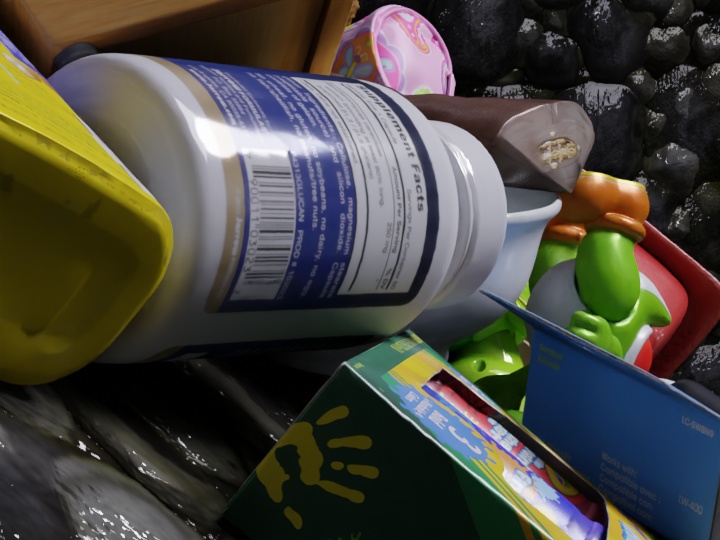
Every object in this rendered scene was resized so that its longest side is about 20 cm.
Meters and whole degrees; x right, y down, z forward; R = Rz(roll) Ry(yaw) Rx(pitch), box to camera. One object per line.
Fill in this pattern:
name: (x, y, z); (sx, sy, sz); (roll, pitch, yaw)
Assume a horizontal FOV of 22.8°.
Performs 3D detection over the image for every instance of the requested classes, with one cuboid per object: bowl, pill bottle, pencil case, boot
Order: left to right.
pill bottle: (-0.032, -0.023, 0.699); (0.200, 0.111, 0.111); (-1, 36, -50)
pencil case: (-0.035, -0.092, 1.110); (0.087, 0.200, 0.088); (28, 50, -40)
bowl: (0.000, 0.000, 0.907); (0.201, 0.091, 0.201); (2, 11, 0)
boot: (0.002, -0.072, 0.905); (0.200, 0.064, 0.186); (15, 17, 35)

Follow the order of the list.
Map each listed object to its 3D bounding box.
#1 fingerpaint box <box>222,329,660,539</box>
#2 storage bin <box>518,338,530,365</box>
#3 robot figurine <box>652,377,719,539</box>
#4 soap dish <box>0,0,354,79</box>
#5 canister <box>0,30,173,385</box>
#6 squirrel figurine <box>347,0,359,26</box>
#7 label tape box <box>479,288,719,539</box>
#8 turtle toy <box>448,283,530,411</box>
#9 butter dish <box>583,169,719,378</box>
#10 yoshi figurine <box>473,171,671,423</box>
fingerpaint box: (0.050, 0.105, 0.688); (0.167, 0.073, 0.200); (40, 6, 6)
storage bin: (0.065, 0.025, 1.280); (0.198, 0.094, 0.200); (36, 6, -22)
robot figurine: (0.198, 0.146, 1.008); (0.200, 0.150, 0.125); (39, 15, 34)
soap dish: (-0.082, -0.097, 0.740); (0.200, 0.157, 0.081); (114, -44, -64)
canister: (-0.164, -0.061, 0.581); (0.200, 0.087, 0.148); (45, 8, 35)
squirrel figurine: (-0.071, -0.150, 1.303); (0.141, 0.200, 0.187); (29, -7, 0)
label tape box: (0.148, 0.091, 0.827); (0.200, 0.063, 0.144); (27, 1, -33)
turtle toy: (0.050, 0.022, 1.068); (0.146, 0.101, 0.200); (25, 27, -54)
butter dish: (0.162, 0.048, 1.453); (0.199, 0.200, 0.148); (40, 29, 2)
yoshi figurine: (0.098, 0.053, 0.947); (0.112, 0.200, 0.112); (-3, -10, 23)
